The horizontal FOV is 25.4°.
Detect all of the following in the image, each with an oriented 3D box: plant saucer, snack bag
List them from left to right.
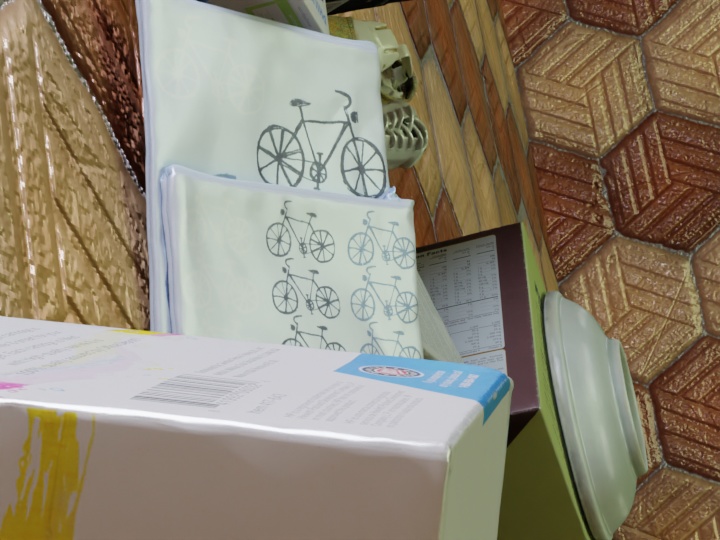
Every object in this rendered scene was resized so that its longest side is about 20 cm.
[{"bbox_3d":[-0.037,-0.040,0.823,0.188,0.021,0.201,6,76,-48],"label":"snack bag"},{"bbox_3d":[0.189,0.110,1.242,0.200,0.050,0.201,-12,90,-78],"label":"plant saucer"}]

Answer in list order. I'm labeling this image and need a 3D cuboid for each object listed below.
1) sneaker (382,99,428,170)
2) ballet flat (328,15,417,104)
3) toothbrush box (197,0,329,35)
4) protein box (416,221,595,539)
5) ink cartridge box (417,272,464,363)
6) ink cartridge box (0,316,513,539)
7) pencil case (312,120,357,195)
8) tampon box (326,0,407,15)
[{"bbox_3d":[0.011,-0.110,1.248,0.200,0.071,0.073,-38,115,-77],"label":"sneaker"},{"bbox_3d":[0.006,-0.172,1.304,0.200,0.070,0.071,27,51,-75],"label":"ballet flat"},{"bbox_3d":[-0.086,-0.235,0.888,0.146,0.086,0.201,54,28,-62],"label":"toothbrush box"},{"bbox_3d":[0.091,0.110,1.236,0.200,0.134,0.199,-89,161,-48],"label":"protein box"},{"bbox_3d":[0.000,0.000,1.052,0.163,0.057,0.200,64,14,24],"label":"ink cartridge box"},{"bbox_3d":[-0.073,0.081,0.380,0.129,0.199,0.126,-15,110,-78],"label":"ink cartridge box"},{"bbox_3d":[-0.028,0.012,0.903,0.087,0.087,0.201,-32,110,-78],"label":"pencil case"},{"bbox_3d":[-0.008,-0.286,1.072,0.150,0.126,0.201,-13,-89,67],"label":"tampon box"}]
